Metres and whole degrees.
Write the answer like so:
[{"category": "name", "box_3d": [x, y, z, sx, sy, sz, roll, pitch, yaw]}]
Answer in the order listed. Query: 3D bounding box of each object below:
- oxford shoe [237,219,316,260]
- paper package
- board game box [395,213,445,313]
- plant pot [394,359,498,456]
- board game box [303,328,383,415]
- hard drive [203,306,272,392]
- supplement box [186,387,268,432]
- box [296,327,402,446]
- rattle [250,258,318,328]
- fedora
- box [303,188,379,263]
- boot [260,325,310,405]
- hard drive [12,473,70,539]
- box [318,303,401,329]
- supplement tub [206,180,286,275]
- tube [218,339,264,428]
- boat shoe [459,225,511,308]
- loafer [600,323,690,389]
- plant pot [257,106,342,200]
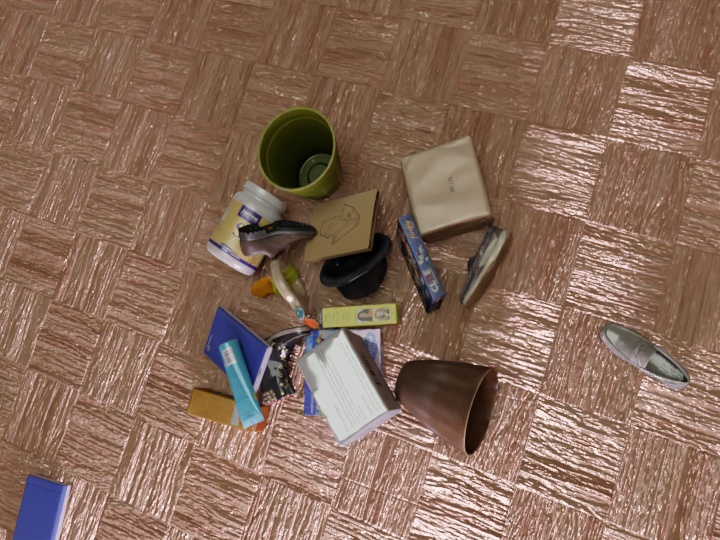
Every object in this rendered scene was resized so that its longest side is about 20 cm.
[{"category": "oxford shoe", "box_3d": [-0.202, -0.074, 1.456, 0.193, 0.073, 0.087, -9, 114, -19]}, {"category": "paper package", "box_3d": [0.206, -0.187, 1.421, 0.185, 0.103, 0.207, -15, 77, 11]}, {"category": "board game box", "box_3d": [0.137, -0.014, 1.387, 0.034, 0.136, 0.205, -20, 74, -6]}, {"category": "plant pot", "box_3d": [0.179, 0.277, 1.313, 0.195, 0.186, 0.193, 16, 83, 30]}, {"category": "board game box", "box_3d": [-0.040, 0.246, 1.436, 0.192, 0.041, 0.208, -3, 79, 14]}, {"category": "hard drive", "box_3d": [-0.310, 0.199, 1.484, 0.197, 0.025, 0.136, 32, 107, 32]}, {"category": "supplement box", "box_3d": [-0.331, 0.347, 1.482, 0.193, 0.066, 0.071, 9, 81, 16]}, {"category": "box", "box_3d": [-0.021, 0.255, 1.303, 0.129, 0.200, 0.202, -32, 74, 4]}, {"category": "rattle", "box_3d": [-0.194, 0.084, 1.455, 0.139, 0.131, 0.204, -25, 64, -1]}, {"category": "fedora", "box_3d": [0.000, 0.000, 1.434, 0.195, 0.202, 0.093, -23, 118, 10]}, {"category": "box", "box_3d": [-0.047, -0.108, 1.461, 0.195, 0.021, 0.168, -11, 58, 33]}, {"category": "boot", "box_3d": [-0.186, 0.230, 1.451, 0.196, 0.073, 0.155, -25, 75, 24]}, {"category": "hard drive", "box_3d": [-0.850, 0.661, 1.574, 0.127, 0.025, 0.207, 8, 82, 16]}, {"category": "box", "box_3d": [-0.001, 0.112, 1.435, 0.193, 0.075, 0.052, -5, 80, 13]}, {"category": "supplement tub", "box_3d": [-0.287, -0.108, 1.515, 0.143, 0.145, 0.204, 29, 88, 18]}, {"category": "tube", "box_3d": [-0.287, 0.270, 1.424, 0.077, 0.050, 0.206, -30, 75, 39]}, {"category": "boat shoe", "box_3d": [0.281, -0.010, 1.388, 0.064, 0.072, 0.204, 30, 91, 30]}, {"category": "loafer", "box_3d": [0.605, 0.177, 1.261, 0.197, 0.070, 0.071, 33, 89, 18]}, {"category": "plant pot", "box_3d": [-0.128, -0.266, 1.478, 0.193, 0.193, 0.208, -3, 78, 14]}]
